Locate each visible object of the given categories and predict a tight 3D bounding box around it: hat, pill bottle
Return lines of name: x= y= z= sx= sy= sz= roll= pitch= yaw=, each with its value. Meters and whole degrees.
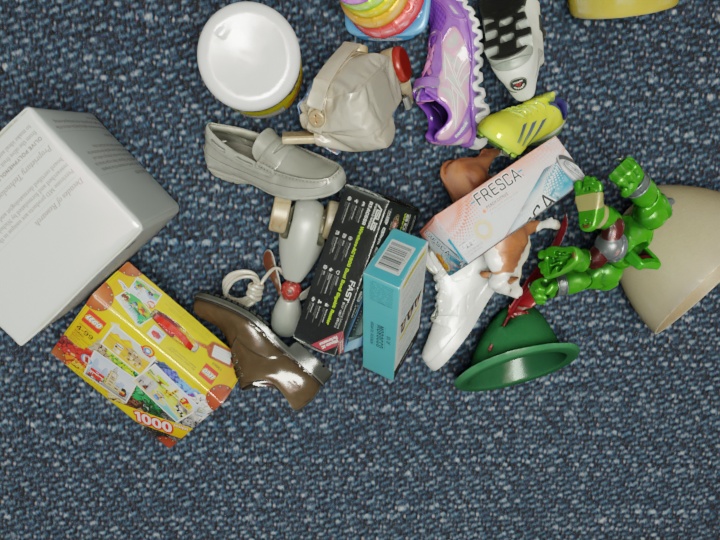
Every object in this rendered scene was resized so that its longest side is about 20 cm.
hat: x=0.205 y=0.056 z=0.928 sx=0.198 sy=0.166 sz=0.178 roll=-12 pitch=66 yaw=-3
pill bottle: x=-0.121 y=-0.235 z=0.769 sx=0.108 sy=0.200 sz=0.111 roll=-1 pitch=100 yaw=-4

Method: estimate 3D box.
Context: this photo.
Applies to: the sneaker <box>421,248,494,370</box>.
sneaker: x=0.113 y=0.026 z=0.905 sx=0.115 sy=0.074 sz=0.201 roll=32 pitch=86 yaw=-8

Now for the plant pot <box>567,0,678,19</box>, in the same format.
plant pot: x=0.317 y=-0.412 z=0.790 sx=0.198 sy=0.201 sz=0.191 roll=-12 pitch=117 yaw=-3

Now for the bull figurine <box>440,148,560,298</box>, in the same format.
bull figurine: x=0.181 y=-0.067 z=0.862 sx=0.121 sy=0.065 sz=0.202 roll=-25 pitch=84 yaw=-28

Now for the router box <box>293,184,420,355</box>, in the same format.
router box: x=0.000 y=0.000 z=0.843 sx=0.062 sy=0.150 sz=0.202 roll=22 pitch=99 yaw=17

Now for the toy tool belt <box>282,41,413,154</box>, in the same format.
toy tool belt: x=-0.018 y=-0.214 z=0.813 sx=0.122 sy=0.201 sz=0.126 roll=-9 pitch=123 yaw=26

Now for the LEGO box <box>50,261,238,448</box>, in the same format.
LEGO box: x=-0.270 y=0.113 z=0.849 sx=0.200 sy=0.077 sz=0.149 roll=42 pitch=126 yaw=-10

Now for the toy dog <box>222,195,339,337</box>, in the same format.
toy dog: x=-0.086 y=-0.022 z=0.880 sx=0.131 sy=0.097 sz=0.201 roll=32 pitch=111 yaw=-12

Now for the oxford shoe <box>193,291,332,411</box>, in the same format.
oxford shoe: x=-0.137 y=0.098 z=0.813 sx=0.199 sy=0.073 sz=0.085 roll=35 pitch=76 yaw=12

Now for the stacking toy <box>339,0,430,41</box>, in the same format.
stacking toy: x=0.004 y=-0.338 z=0.757 sx=0.115 sy=0.200 sz=0.111 roll=7 pitch=99 yaw=20

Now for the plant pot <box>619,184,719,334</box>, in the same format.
plant pot: x=0.413 y=-0.034 z=0.873 sx=0.200 sy=0.200 sz=0.135 roll=-43 pitch=66 yaw=3

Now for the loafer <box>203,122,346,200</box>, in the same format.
loafer: x=-0.111 y=-0.137 z=0.816 sx=0.198 sy=0.070 sz=0.070 roll=14 pitch=134 yaw=20

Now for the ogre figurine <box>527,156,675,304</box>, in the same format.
ogre figurine: x=0.296 y=-0.036 z=0.797 sx=0.119 sy=0.098 sz=0.202 roll=8 pitch=107 yaw=-29

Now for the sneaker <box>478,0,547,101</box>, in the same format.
sneaker: x=0.193 y=-0.292 z=0.827 sx=0.073 sy=0.202 sz=0.089 roll=-8 pitch=141 yaw=28

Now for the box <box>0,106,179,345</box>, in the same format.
box: x=-0.355 y=-0.060 z=0.782 sx=0.200 sy=0.199 sz=0.171 roll=-43 pitch=101 yaw=5

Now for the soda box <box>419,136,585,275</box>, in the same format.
soda box: x=0.170 y=-0.077 z=0.791 sx=0.199 sy=0.064 sz=0.069 roll=-34 pitch=85 yaw=-18

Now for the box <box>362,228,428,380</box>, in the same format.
box: x=0.041 y=0.048 z=0.835 sx=0.049 sy=0.083 sz=0.201 roll=22 pitch=143 yaw=17

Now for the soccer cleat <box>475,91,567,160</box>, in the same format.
soccer cleat: x=0.203 y=-0.187 z=0.818 sx=0.065 sy=0.199 sz=0.084 roll=40 pitch=120 yaw=20

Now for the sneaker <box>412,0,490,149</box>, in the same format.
sneaker: x=0.106 y=-0.248 z=0.840 sx=0.088 sy=0.080 sz=0.203 roll=-15 pitch=102 yaw=-18
